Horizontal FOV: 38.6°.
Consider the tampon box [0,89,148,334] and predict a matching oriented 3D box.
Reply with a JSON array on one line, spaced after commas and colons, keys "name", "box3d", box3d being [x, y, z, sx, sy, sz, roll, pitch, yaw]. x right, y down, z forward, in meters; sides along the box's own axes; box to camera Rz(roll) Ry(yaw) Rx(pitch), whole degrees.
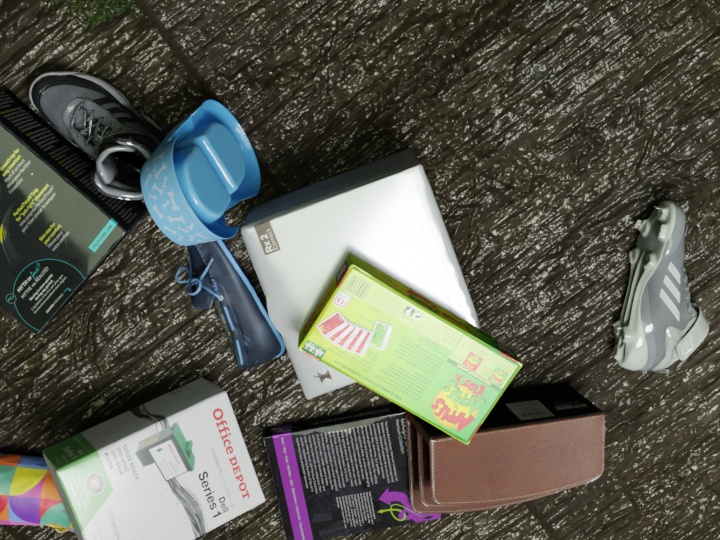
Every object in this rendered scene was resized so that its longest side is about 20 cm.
[{"name": "tampon box", "box3d": [-0.354, -0.065, 1.074, 0.200, 0.126, 0.150, 42, 99, -10]}]

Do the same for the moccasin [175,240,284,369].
[{"name": "moccasin", "box3d": [-0.155, 0.023, 1.123, 0.068, 0.080, 0.200, -31, 102, -6]}]

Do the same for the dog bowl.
[{"name": "dog bowl", "box3d": [-0.162, -0.096, 1.042, 0.050, 0.200, 0.112, -22, 114, 19]}]

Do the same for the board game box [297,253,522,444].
[{"name": "board game box", "box3d": [0.049, 0.079, 1.029, 0.200, 0.048, 0.102, 30, 102, -10]}]

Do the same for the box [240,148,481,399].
[{"name": "box", "box3d": [0.000, 0.000, 1.099, 0.200, 0.131, 0.199, -20, 104, 3]}]

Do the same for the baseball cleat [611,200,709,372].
[{"name": "baseball cleat", "box3d": [0.347, 0.020, 1.154, 0.106, 0.070, 0.200, 8, 113, -10]}]

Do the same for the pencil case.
[{"name": "pencil case", "box3d": [-0.396, 0.255, 1.174, 0.200, 0.088, 0.088, 9, 103, -3]}]

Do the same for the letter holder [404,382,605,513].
[{"name": "letter holder", "box3d": [0.161, 0.220, 1.153, 0.200, 0.101, 0.142, -6, 104, -12]}]

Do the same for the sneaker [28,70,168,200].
[{"name": "sneaker", "box3d": [-0.264, -0.138, 1.060, 0.200, 0.114, 0.076, 34, 104, -4]}]

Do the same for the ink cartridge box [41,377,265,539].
[{"name": "ink cartridge box", "box3d": [-0.223, 0.226, 1.130, 0.200, 0.084, 0.146, -25, 106, -24]}]

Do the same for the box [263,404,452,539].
[{"name": "box", "box3d": [-0.002, 0.237, 1.205, 0.200, 0.036, 0.143, -10, 104, 2]}]
